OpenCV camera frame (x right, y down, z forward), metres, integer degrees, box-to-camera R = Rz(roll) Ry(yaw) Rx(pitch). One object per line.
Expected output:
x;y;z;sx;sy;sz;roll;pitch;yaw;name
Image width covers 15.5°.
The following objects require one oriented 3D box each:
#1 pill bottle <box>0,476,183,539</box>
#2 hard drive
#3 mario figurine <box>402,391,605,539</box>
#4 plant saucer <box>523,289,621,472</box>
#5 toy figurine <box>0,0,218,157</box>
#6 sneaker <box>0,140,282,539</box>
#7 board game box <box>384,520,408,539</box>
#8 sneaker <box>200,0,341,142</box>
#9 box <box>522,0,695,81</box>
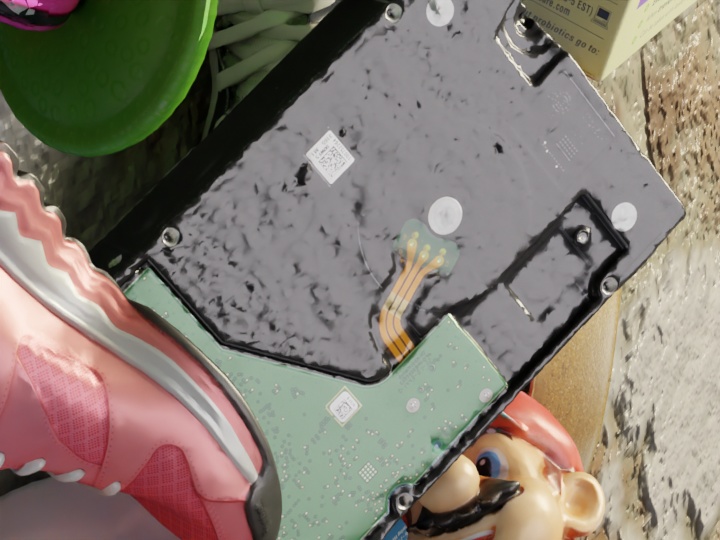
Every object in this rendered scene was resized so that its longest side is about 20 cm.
-0.065;0.165;0.892;0.114;0.114;0.200;-64;146;-27;pill bottle
0.000;0.000;0.881;0.200;0.038;0.140;-47;116;-11;hard drive
0.043;0.119;0.918;0.106;0.123;0.200;110;-27;-50;mario figurine
0.079;0.015;1.076;0.200;0.035;0.201;-174;-90;-87;plant saucer
-0.154;-0.113;0.623;0.184;0.200;0.150;3;132;-48;toy figurine
-0.106;0.030;0.769;0.087;0.074;0.200;-49;116;-14;sneaker
-0.004;0.153;1.061;0.151;0.047;0.200;-41;132;-48;board game box
-0.034;-0.091;0.911;0.130;0.079;0.199;47;59;-51;sneaker
0.124;-0.207;1.062;0.176;0.097;0.200;-39;155;-49;box
